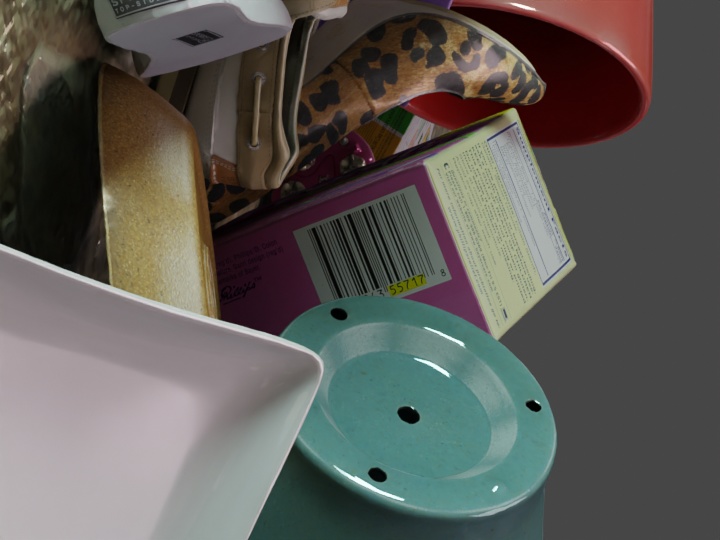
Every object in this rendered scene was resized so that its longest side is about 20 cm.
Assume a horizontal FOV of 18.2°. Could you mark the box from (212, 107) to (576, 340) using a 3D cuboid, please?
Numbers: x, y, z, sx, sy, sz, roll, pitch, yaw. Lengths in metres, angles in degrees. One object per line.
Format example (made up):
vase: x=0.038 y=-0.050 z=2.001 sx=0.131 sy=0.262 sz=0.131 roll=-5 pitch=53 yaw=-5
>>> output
box: x=0.000 y=0.000 z=1.189 sx=0.097 sy=0.175 sz=0.200 roll=68 pitch=20 yaw=-4

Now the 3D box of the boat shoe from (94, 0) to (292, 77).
boat shoe: x=-0.069 y=-0.116 z=0.892 sx=0.200 sy=0.068 sz=0.057 roll=10 pitch=64 yaw=-88

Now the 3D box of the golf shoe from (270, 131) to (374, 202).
golf shoe: x=-0.039 y=0.005 z=1.446 sx=0.092 sy=0.075 sz=0.201 roll=-5 pitch=119 yaw=-86

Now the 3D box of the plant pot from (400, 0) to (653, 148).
plant pot: x=0.110 y=-0.203 z=1.502 sx=0.201 sy=0.199 sz=0.178 roll=95 pitch=9 yaw=-68

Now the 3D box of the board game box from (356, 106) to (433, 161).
board game box: x=0.012 y=-0.067 z=1.716 sx=0.200 sy=0.040 sz=0.153 roll=104 pitch=11 yaw=-49

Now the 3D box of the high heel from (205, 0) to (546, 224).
high heel: x=0.001 y=-0.073 z=1.153 sx=0.071 sy=0.199 sz=0.143 roll=22 pitch=-86 yaw=57

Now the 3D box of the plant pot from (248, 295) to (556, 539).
plant pot: x=-0.001 y=0.123 z=1.032 sx=0.200 sy=0.199 sz=0.189 roll=-59 pitch=173 yaw=-51

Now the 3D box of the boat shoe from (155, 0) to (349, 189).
boat shoe: x=-0.036 y=-0.135 z=1.041 sx=0.075 sy=0.068 sz=0.201 roll=-38 pitch=147 yaw=-73

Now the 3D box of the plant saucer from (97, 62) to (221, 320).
plant saucer: x=-0.078 y=0.012 z=0.937 sx=0.200 sy=0.035 sz=0.201 roll=173 pitch=-90 yaw=-89

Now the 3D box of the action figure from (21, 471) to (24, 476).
action figure: x=-0.145 y=0.123 z=0.905 sx=0.201 sy=0.102 sz=0.119 roll=101 pitch=10 yaw=-45

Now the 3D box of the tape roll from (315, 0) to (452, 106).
tape roll: x=0.034 y=-0.197 z=1.277 sx=0.200 sy=0.065 sz=0.201 roll=-159 pitch=-90 yaw=-89

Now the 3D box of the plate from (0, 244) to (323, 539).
plate: x=-0.128 y=0.092 z=0.803 sx=0.199 sy=0.032 sz=0.200 roll=21 pitch=97 yaw=-41
